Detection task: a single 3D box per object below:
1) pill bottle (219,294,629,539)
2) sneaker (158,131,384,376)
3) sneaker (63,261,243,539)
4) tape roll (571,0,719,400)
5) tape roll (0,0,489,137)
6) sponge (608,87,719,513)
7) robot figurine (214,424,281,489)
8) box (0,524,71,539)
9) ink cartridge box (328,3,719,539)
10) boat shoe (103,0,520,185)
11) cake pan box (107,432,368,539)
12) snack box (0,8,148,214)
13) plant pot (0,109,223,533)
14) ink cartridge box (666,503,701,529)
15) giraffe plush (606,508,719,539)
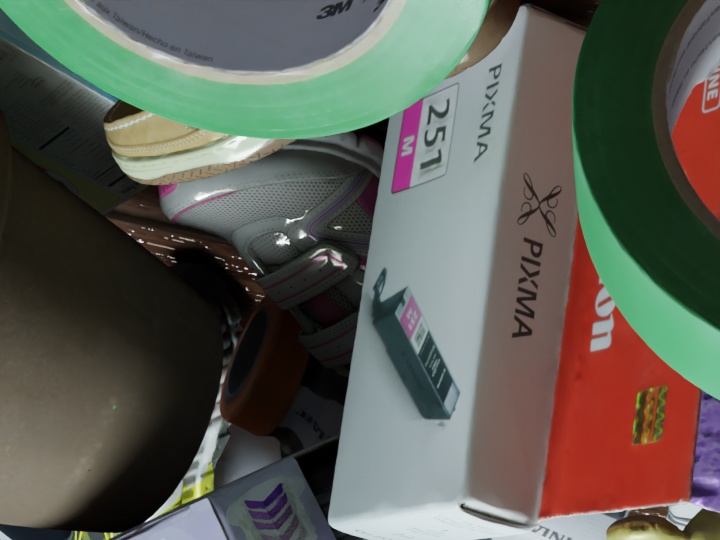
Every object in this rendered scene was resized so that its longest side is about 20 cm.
[{"bbox_3d":[0.032,0.078,1.138,0.200,0.106,0.106,23,152,-15],"label":"pill bottle"},{"bbox_3d":[0.000,0.000,1.008,0.200,0.088,0.081,20,153,-25],"label":"sneaker"},{"bbox_3d":[-0.117,0.089,1.180,0.084,0.200,0.074,17,-164,27],"label":"sneaker"},{"bbox_3d":[0.169,-0.043,0.743,0.200,0.201,0.048,9,152,13],"label":"tape roll"},{"bbox_3d":[-0.046,-0.135,0.779,0.200,0.048,0.201,11,137,11],"label":"tape roll"},{"bbox_3d":[0.168,-0.003,0.825,0.111,0.200,0.030,17,178,-5],"label":"sponge"},{"bbox_3d":[-0.072,0.141,1.301,0.169,0.113,0.200,-6,147,20],"label":"robot figurine"},{"bbox_3d":[-0.261,0.119,1.262,0.197,0.124,0.200,33,169,41],"label":"box"},{"bbox_3d":[0.062,-0.003,0.850,0.043,0.200,0.173,18,161,-27],"label":"ink cartridge box"},{"bbox_3d":[-0.035,-0.097,0.903,0.200,0.072,0.076,-22,122,33],"label":"boat shoe"},{"bbox_3d":[-0.047,0.115,0.992,0.200,0.184,0.052,-30,85,42],"label":"cake pan box"},{"bbox_3d":[-0.164,-0.063,1.051,0.116,0.037,0.200,30,149,-23],"label":"snack box"},{"bbox_3d":[-0.158,0.032,0.984,0.174,0.201,0.200,24,152,-26],"label":"plant pot"},{"bbox_3d":[0.227,0.108,1.119,0.144,0.084,0.200,11,152,8],"label":"ink cartridge box"},{"bbox_3d":[0.203,0.118,0.950,0.162,0.200,0.173,-25,91,37],"label":"giraffe plush"}]
